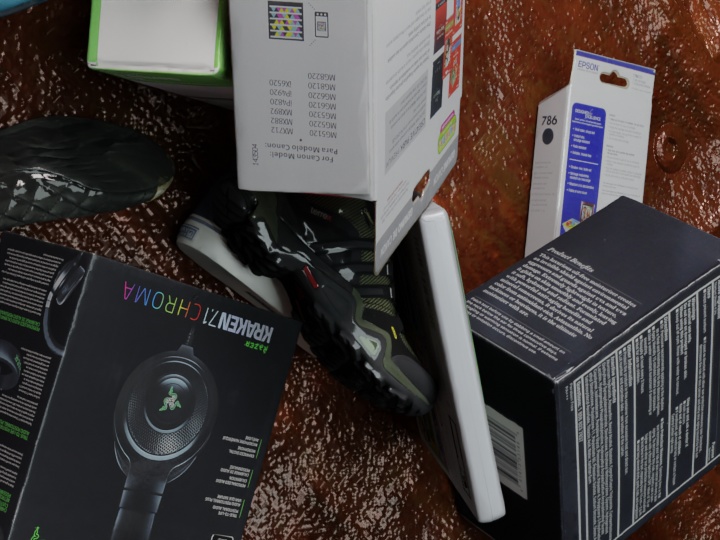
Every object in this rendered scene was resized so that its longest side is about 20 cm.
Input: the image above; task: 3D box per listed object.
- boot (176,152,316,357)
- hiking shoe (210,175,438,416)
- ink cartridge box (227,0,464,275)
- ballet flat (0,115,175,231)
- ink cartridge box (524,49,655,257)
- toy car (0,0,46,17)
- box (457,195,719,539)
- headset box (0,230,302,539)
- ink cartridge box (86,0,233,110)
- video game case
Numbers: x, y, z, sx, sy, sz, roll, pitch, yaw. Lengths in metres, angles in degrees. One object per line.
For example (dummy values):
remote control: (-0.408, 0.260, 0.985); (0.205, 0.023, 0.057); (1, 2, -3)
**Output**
boot: (-0.025, 0.000, 0.949); (0.200, 0.072, 0.091); (41, 75, -30)
hiking shoe: (0.000, 0.000, 0.887); (0.101, 0.076, 0.201); (-44, 107, -20)
ink cartridge box: (-0.001, -0.117, 0.812); (0.200, 0.083, 0.178); (-52, 144, -61)
ballet flat: (-0.201, -0.051, 0.839); (0.198, 0.057, 0.067); (-11, 57, -37)
ink cartridge box: (0.182, -0.068, 1.124); (0.099, 0.039, 0.203); (7, 90, -37)
toy car: (-0.247, -0.201, 0.667); (0.175, 0.200, 0.186); (-19, 100, -4)
box: (0.172, 0.086, 1.038); (0.197, 0.123, 0.202); (-29, 130, -29)
headset box: (-0.147, 0.100, 0.831); (0.173, 0.092, 0.202); (22, 83, -47)
ink cartridge box: (-0.076, -0.176, 0.836); (0.200, 0.083, 0.147); (3, 92, -73)
video game case: (0.049, 0.045, 0.949); (0.022, 0.182, 0.202); (-14, 102, -7)
